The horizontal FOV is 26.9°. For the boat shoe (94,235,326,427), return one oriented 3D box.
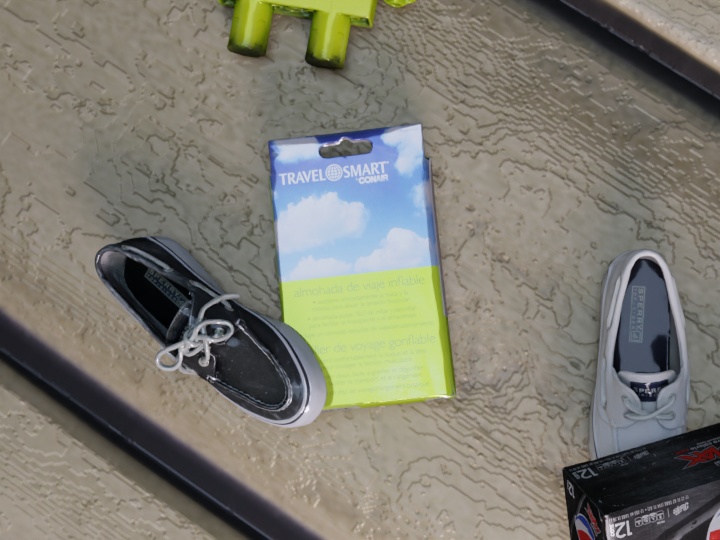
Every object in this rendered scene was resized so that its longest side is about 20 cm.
[{"bbox_3d":[-0.111,0.042,1.072,0.199,0.068,0.074,45,111,20],"label":"boat shoe"}]

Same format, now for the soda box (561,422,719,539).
[{"bbox_3d":[0.243,0.150,1.024,0.199,0.071,0.064,-15,114,-12],"label":"soda box"}]

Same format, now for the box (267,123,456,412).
[{"bbox_3d":[0.000,0.000,1.104,0.122,0.048,0.201,-6,83,4],"label":"box"}]

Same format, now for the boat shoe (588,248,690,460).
[{"bbox_3d":[0.198,0.083,1.070,0.073,0.065,0.201,-5,83,3],"label":"boat shoe"}]

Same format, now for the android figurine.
[{"bbox_3d":[-0.040,-0.257,1.146,0.181,0.041,0.201,8,83,5],"label":"android figurine"}]
